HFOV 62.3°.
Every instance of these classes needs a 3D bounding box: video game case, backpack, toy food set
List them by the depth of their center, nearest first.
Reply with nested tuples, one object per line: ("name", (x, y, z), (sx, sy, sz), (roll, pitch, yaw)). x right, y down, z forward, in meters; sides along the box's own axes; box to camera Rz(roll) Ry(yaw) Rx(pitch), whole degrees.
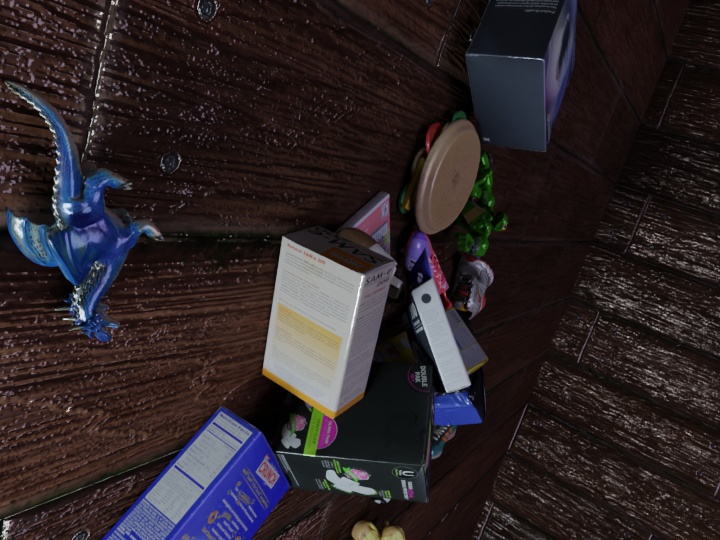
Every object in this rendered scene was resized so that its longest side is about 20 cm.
("video game case", (0.000, 0.000, 0.889), (0.143, 0.017, 0.201), (-45, 147, -35))
("toy food set", (0.137, -0.157, 0.974), (0.198, 0.048, 0.201), (20, 94, -63))
("backpack", (0.154, 0.185, 1.161), (0.163, 0.166, 0.201), (64, 24, -61))

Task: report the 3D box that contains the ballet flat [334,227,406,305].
("ballet flat", (0.023, 0.003, 0.834), (0.068, 0.072, 0.200), (-59, 152, -14))

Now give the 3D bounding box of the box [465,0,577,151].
("box", (0.262, -0.331, 0.941), (0.199, 0.122, 0.200), (-66, 153, -20))

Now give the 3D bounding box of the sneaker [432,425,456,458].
("sneaker", (0.197, 0.406, 1.520), (0.200, 0.071, 0.081), (-22, 126, -60))

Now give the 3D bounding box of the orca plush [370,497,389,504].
("orca plush", (0.027, 0.418, 1.218), (0.071, 0.106, 0.201), (-13, 143, -16))

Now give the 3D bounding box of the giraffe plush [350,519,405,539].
("giraffe plush", (0.050, 0.664, 1.392), (0.174, 0.199, 0.162), (-64, -178, -9))

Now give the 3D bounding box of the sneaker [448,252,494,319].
("sneaker", (0.233, 0.045, 1.276), (0.082, 0.078, 0.201), (-46, 147, -30))

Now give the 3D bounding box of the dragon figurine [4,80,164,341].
("dragon figurine", (-0.214, -0.028, 0.439), (0.100, 0.059, 0.201), (-51, 151, -27))

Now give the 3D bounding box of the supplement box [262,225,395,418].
("supplement box", (-0.044, 0.062, 0.744), (0.073, 0.125, 0.201), (-21, 131, -52))

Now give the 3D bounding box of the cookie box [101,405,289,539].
("cookie box", (-0.189, 0.296, 0.727), (0.200, 0.075, 0.172), (-48, 148, -29))

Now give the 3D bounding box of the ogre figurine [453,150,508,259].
("ogre figurine", (0.218, -0.110, 1.107), (0.120, 0.097, 0.201), (50, 29, -58))

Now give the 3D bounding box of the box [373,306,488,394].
("box", (0.111, 0.156, 1.031), (0.199, 0.118, 0.048), (-22, 159, -28))

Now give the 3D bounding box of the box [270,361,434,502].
("box", (-0.001, 0.216, 0.821), (0.125, 0.198, 0.149), (80, 17, -49))

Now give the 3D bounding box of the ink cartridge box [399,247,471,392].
("ink cartridge box", (0.098, 0.085, 0.902), (0.043, 0.201, 0.198), (-15, 169, -5))

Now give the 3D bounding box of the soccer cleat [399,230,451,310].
("soccer cleat", (0.120, 0.003, 1.041), (0.067, 0.076, 0.201), (-53, 151, -24))
